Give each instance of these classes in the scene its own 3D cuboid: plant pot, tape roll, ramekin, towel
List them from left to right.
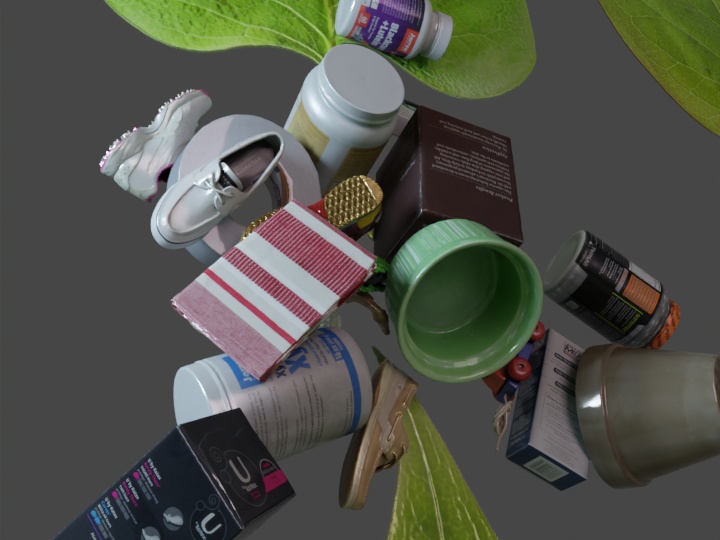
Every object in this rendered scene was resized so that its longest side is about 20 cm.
[{"bbox_3d":[-0.151,-0.098,0.964,0.197,0.066,0.205,7,75,-27],"label":"tape roll"},{"bbox_3d":[-0.092,0.015,0.818,0.143,0.023,0.200,36,60,20],"label":"towel"},{"bbox_3d":[0.125,0.034,0.942,0.196,0.203,0.098,9,23,-22],"label":"ramekin"},{"bbox_3d":[0.415,0.187,0.999,0.198,0.172,0.204,23,59,-43],"label":"plant pot"}]

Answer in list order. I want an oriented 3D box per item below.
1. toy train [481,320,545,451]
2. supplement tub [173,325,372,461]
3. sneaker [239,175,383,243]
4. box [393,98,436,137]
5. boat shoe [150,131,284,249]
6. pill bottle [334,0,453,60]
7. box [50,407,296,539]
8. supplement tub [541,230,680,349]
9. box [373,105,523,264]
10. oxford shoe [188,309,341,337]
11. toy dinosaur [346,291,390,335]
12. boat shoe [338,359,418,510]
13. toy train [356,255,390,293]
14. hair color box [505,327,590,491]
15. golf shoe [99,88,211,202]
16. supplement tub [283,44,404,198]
[{"bbox_3d":[0.172,0.137,1.018,0.114,0.085,0.201,26,54,8],"label":"toy train"},{"bbox_3d":[-0.097,0.147,0.829,0.197,0.132,0.134,-12,65,-34],"label":"supplement tub"},{"bbox_3d":[-0.058,-0.041,0.922,0.197,0.091,0.076,-24,61,-16],"label":"sneaker"},{"bbox_3d":[0.071,-0.252,1.202,0.197,0.037,0.145,19,24,-18],"label":"box"},{"bbox_3d":[-0.166,-0.102,0.880,0.199,0.065,0.073,-40,99,-29],"label":"boat shoe"},{"bbox_3d":[0.062,-0.449,1.316,0.196,0.112,0.113,13,54,-19],"label":"pill bottle"},{"bbox_3d":[-0.177,0.234,0.669,0.107,0.199,0.122,51,12,13],"label":"box"},{"bbox_3d":[0.399,0.039,1.166,0.198,0.123,0.123,35,50,-3],"label":"supplement tub"},{"bbox_3d":[0.122,-0.097,1.082,0.163,0.165,0.203,16,53,-18],"label":"box"},{"bbox_3d":[-0.122,0.059,0.926,0.196,0.058,0.077,6,100,-15],"label":"oxford shoe"},{"bbox_3d":[-0.038,0.011,0.960,0.198,0.101,0.059,30,91,-15],"label":"toy dinosaur"},{"bbox_3d":[0.029,0.204,0.895,0.068,0.074,0.202,25,51,-5],"label":"boat shoe"},{"bbox_3d":[0.000,0.000,0.944,0.056,0.042,0.199,35,10,18],"label":"toy train"},{"bbox_3d":[0.277,0.194,1.039,0.099,0.061,0.202,31,50,-9],"label":"hair color box"},{"bbox_3d":[-0.261,-0.170,0.999,0.092,0.075,0.201,45,56,-8],"label":"golf shoe"},{"bbox_3d":[-0.032,-0.204,1.047,0.142,0.201,0.147,13,54,-19],"label":"supplement tub"}]
